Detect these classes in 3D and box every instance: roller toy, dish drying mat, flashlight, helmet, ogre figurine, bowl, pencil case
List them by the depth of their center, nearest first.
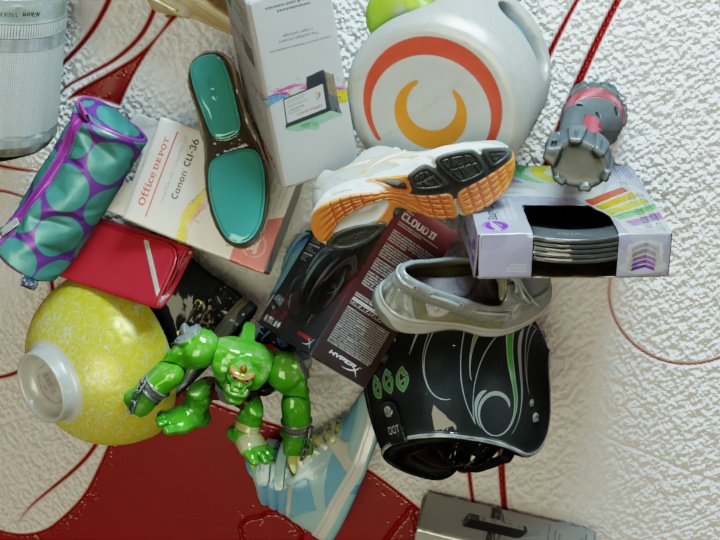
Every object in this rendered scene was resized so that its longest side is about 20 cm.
[{"bbox_3d":[0.218,-0.126,1.438,0.067,0.200,0.068,-25,105,18],"label":"flashlight"},{"bbox_3d":[0.089,-0.181,1.478,0.181,0.140,0.201,18,122,10],"label":"roller toy"},{"bbox_3d":[0.099,0.104,1.549,0.199,0.192,0.200,3,156,1],"label":"helmet"},{"bbox_3d":[-0.306,-0.082,1.572,0.200,0.092,0.085,-54,53,17],"label":"pencil case"},{"bbox_3d":[-0.136,0.122,1.574,0.199,0.098,0.120,23,114,9],"label":"ogre figurine"},{"bbox_3d":[-0.269,-0.016,1.614,0.199,0.018,0.077,17,76,34],"label":"dish drying mat"},{"bbox_3d":[-0.305,0.108,1.641,0.199,0.107,0.201,18,118,37],"label":"bowl"}]

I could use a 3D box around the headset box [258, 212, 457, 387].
[{"bbox_3d":[0.000,0.000,1.523,0.077,0.149,0.201,32,87,-26],"label":"headset box"}]

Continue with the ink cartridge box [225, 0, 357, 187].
[{"bbox_3d":[-0.070,-0.205,1.467,0.083,0.145,0.201,-15,125,-9],"label":"ink cartridge box"}]

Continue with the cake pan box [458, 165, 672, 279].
[{"bbox_3d":[0.190,-0.047,1.457,0.183,0.200,0.053,-1,113,0],"label":"cake pan box"}]

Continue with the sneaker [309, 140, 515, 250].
[{"bbox_3d":[0.044,-0.092,1.420,0.199,0.092,0.076,-15,128,1],"label":"sneaker"}]

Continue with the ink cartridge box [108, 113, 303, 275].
[{"bbox_3d":[-0.170,-0.084,1.587,0.199,0.067,0.117,20,89,4],"label":"ink cartridge box"}]

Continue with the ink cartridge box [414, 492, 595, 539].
[{"bbox_3d":[0.150,0.348,1.696,0.199,0.084,0.145,12,113,7],"label":"ink cartridge box"}]

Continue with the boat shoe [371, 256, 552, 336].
[{"bbox_3d":[0.107,0.017,1.450,0.201,0.075,0.065,0,144,-30],"label":"boat shoe"}]

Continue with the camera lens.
[{"bbox_3d":[-0.383,-0.223,1.547,0.159,0.160,0.201,13,112,6],"label":"camera lens"}]

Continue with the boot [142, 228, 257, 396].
[{"bbox_3d":[-0.225,0.055,1.674,0.154,0.073,0.204,45,117,0],"label":"boot"}]

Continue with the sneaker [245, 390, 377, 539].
[{"bbox_3d":[-0.055,0.201,1.686,0.130,0.080,0.201,23,113,1],"label":"sneaker"}]

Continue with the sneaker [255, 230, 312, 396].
[{"bbox_3d":[-0.069,0.053,1.625,0.078,0.090,0.201,21,113,3],"label":"sneaker"}]

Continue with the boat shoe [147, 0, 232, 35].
[{"bbox_3d":[-0.191,-0.294,1.535,0.199,0.074,0.069,33,137,-11],"label":"boat shoe"}]

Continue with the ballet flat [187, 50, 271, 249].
[{"bbox_3d":[-0.126,-0.120,1.519,0.068,0.067,0.201,-9,88,5],"label":"ballet flat"}]
